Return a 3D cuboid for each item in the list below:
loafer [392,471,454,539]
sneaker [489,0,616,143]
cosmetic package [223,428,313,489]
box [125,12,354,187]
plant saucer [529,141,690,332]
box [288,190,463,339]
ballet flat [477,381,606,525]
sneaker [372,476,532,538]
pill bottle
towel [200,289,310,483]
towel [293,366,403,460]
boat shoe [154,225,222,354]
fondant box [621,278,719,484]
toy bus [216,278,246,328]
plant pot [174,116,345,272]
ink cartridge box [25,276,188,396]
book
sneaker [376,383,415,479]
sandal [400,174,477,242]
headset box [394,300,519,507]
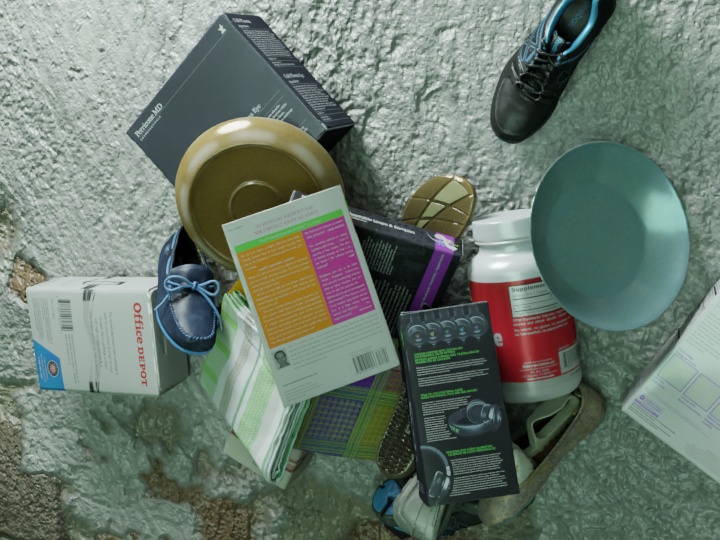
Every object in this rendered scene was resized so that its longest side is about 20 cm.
[{"bbox_3d":[0.118,0.228,1.042,0.070,0.070,0.200,28,73,30],"label":"loafer"},{"bbox_3d":[0.196,-0.226,0.949,0.073,0.082,0.201,33,112,9],"label":"sneaker"},{"bbox_3d":[-0.086,0.161,1.136,0.103,0.087,0.201,26,110,12],"label":"cosmetic package"},{"bbox_3d":[-0.144,-0.172,1.074,0.200,0.104,0.182,-43,87,23],"label":"box"},{"bbox_3d":[0.259,-0.035,0.948,0.199,0.039,0.203,3,82,-20],"label":"plant saucer"},{"bbox_3d":[0.000,0.000,1.011,0.199,0.036,0.144,16,128,-6],"label":"box"},{"bbox_3d":[0.195,0.201,1.016,0.200,0.068,0.067,-46,125,-8],"label":"ballet flat"},{"bbox_3d":[0.119,0.286,1.101,0.198,0.074,0.082,-10,135,14],"label":"sneaker"},{"bbox_3d":[0.180,0.037,0.996,0.111,0.112,0.202,-6,99,21],"label":"pill bottle"},{"bbox_3d":[-0.131,0.134,1.054,0.200,0.031,0.150,41,118,43],"label":"towel"},{"bbox_3d":[-0.008,0.165,1.080,0.199,0.023,0.144,11,113,-26],"label":"towel"},{"bbox_3d":[-0.221,0.017,1.104,0.069,0.084,0.200,-64,38,32],"label":"boat shoe"},{"bbox_3d":[0.402,0.114,0.961,0.144,0.058,0.201,37,112,9],"label":"fondant box"},{"bbox_3d":[-0.116,0.022,1.129,0.078,0.065,0.200,42,112,6],"label":"toy bus"},{"bbox_3d":[-0.117,-0.075,1.019,0.198,0.028,0.201,1,119,2],"label":"plant pot"},{"bbox_3d":[-0.343,0.087,1.216,0.198,0.084,0.147,1,101,19],"label":"ink cartridge box"},{"bbox_3d":[-0.051,0.026,0.935,0.133,0.048,0.201,-19,96,-7],"label":"book"},{"bbox_3d":[0.083,0.156,1.068,0.070,0.075,0.201,32,91,22],"label":"sneaker"},{"bbox_3d":[0.084,-0.031,1.050,0.080,0.054,0.201,43,130,27],"label":"sandal"},{"bbox_3d":[0.094,0.133,0.931,0.092,0.174,0.202,-8,81,-1],"label":"headset box"}]
